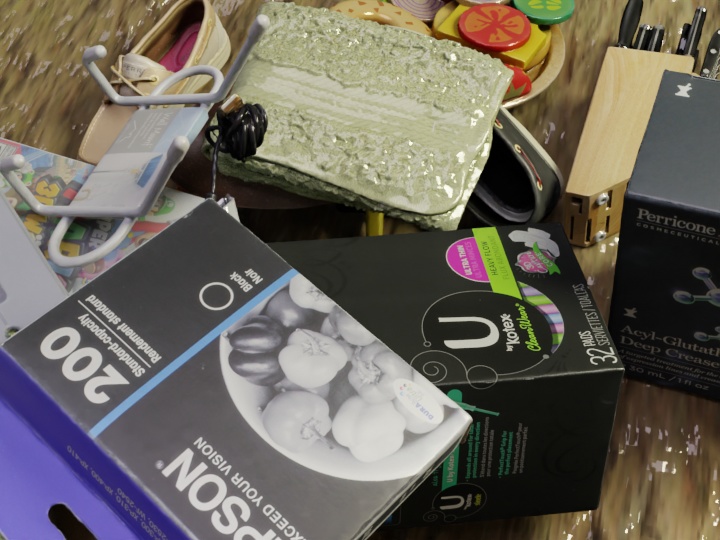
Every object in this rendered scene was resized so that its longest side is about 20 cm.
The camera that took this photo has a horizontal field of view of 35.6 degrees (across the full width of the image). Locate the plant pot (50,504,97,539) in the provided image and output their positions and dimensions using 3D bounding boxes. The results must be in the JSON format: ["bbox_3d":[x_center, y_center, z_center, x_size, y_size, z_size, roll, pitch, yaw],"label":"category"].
[{"bbox_3d":[-0.091,0.141,0.676,0.028,0.199,0.200,-52,52,25],"label":"plant pot"}]

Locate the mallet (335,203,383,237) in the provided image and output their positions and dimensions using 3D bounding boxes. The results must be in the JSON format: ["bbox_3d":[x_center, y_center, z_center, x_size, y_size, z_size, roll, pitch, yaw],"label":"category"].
[{"bbox_3d":[0.000,0.000,0.844,0.065,0.041,0.201,4,59,9],"label":"mallet"}]

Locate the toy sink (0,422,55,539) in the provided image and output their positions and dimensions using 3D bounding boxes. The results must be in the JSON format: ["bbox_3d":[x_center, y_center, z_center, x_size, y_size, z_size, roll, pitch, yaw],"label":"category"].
[{"bbox_3d":[-0.213,0.174,0.573,0.130,0.112,0.201,-23,64,-14],"label":"toy sink"}]

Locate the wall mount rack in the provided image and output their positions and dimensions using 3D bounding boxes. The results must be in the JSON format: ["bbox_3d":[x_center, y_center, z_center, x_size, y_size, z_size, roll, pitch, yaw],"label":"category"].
[{"bbox_3d":[-0.141,-0.096,0.745,0.173,0.075,0.201,1,49,32],"label":"wall mount rack"}]

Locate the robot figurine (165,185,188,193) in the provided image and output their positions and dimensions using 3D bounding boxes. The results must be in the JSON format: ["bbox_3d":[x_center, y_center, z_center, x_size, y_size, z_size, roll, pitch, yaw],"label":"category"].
[{"bbox_3d":[-0.220,-0.042,0.860,0.199,0.059,0.145,5,17,3],"label":"robot figurine"}]

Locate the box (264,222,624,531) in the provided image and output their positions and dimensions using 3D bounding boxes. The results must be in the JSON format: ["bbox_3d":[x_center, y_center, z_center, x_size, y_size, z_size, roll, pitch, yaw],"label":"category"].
[{"bbox_3d":[0.041,0.065,0.699,0.199,0.125,0.149,-4,38,-5],"label":"box"}]

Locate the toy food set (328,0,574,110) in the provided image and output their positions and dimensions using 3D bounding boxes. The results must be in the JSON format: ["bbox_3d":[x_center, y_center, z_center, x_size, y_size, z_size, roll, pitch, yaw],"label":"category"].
[{"bbox_3d":[0.076,-0.202,0.950,0.199,0.049,0.198,23,51,19],"label":"toy food set"}]

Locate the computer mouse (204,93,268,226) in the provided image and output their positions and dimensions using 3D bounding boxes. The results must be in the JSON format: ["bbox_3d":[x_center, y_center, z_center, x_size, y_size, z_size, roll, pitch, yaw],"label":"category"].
[{"bbox_3d":[-0.084,-0.008,0.713,0.044,0.110,0.201,8,82,-15],"label":"computer mouse"}]

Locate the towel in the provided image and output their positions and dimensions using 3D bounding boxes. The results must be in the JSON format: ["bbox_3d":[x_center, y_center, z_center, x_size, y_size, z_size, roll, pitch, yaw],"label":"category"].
[{"bbox_3d":[-0.002,-0.115,0.803,0.199,0.037,0.149,17,72,10],"label":"towel"}]

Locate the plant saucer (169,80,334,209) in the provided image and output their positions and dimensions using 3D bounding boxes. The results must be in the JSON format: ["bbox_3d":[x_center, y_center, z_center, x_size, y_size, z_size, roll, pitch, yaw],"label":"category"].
[{"bbox_3d":[-0.060,-0.113,0.887,0.199,0.037,0.201,-1,33,0],"label":"plant saucer"}]

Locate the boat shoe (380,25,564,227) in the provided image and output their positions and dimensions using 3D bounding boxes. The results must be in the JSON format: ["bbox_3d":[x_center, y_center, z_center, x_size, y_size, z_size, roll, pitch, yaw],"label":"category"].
[{"bbox_3d":[0.067,-0.109,0.845,0.201,0.074,0.063,44,31,5],"label":"boat shoe"}]

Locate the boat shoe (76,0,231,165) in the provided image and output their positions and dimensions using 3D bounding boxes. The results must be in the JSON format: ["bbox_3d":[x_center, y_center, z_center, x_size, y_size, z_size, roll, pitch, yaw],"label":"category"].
[{"bbox_3d":[-0.184,-0.161,0.961,0.073,0.069,0.201,18,59,19],"label":"boat shoe"}]

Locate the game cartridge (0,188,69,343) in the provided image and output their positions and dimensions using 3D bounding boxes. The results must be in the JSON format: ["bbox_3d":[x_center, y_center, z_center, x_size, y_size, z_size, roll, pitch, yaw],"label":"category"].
[{"bbox_3d":[-0.286,0.041,0.698,0.199,0.041,0.133,-32,65,-14],"label":"game cartridge"}]

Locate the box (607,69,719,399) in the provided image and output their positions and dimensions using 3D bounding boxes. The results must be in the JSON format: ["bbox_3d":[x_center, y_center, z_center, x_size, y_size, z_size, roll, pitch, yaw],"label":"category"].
[{"bbox_3d":[0.244,-0.009,0.712,0.148,0.200,0.107,14,57,18],"label":"box"}]

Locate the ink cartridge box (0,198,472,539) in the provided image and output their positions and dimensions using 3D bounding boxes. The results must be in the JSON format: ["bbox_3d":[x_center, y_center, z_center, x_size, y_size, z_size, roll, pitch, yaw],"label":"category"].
[{"bbox_3d":[-0.082,0.080,0.558,0.198,0.043,0.200,39,61,19],"label":"ink cartridge box"}]

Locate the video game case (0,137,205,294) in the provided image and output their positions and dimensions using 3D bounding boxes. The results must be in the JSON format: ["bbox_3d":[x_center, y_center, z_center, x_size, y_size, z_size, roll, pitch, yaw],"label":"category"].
[{"bbox_3d":[-0.204,-0.014,0.767,0.199,0.018,0.144,17,55,7],"label":"video game case"}]

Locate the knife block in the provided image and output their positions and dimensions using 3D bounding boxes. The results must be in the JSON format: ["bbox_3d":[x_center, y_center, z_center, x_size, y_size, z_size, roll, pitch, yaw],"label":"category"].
[{"bbox_3d":[0.209,-0.131,0.888,0.199,0.064,0.176,-25,55,-9],"label":"knife block"}]
